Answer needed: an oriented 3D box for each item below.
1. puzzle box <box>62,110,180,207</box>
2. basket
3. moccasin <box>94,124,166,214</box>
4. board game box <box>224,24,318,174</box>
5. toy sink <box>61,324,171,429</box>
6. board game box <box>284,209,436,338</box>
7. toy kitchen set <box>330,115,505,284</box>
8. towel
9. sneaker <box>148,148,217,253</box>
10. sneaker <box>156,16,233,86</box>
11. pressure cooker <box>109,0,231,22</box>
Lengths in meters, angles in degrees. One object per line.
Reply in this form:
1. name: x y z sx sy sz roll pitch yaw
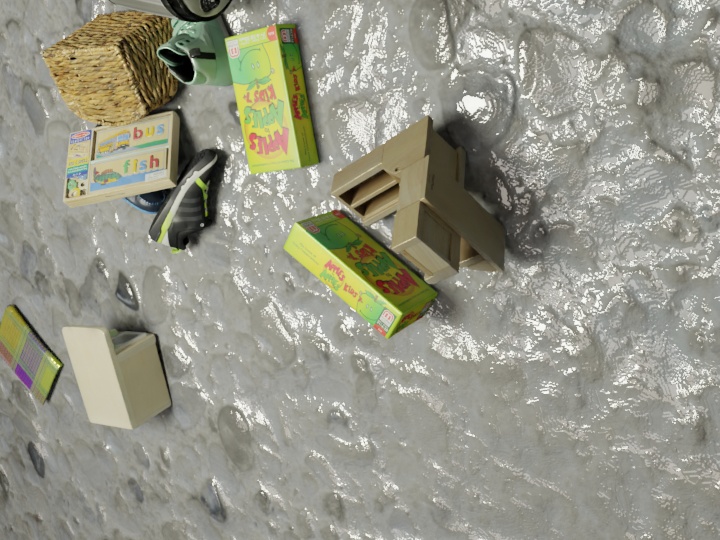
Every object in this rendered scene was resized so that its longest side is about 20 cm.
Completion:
1. puzzle box: -0.393 -0.184 1.262 0.198 0.025 0.134 -10 66 13
2. basket: -0.387 -0.331 1.258 0.198 0.149 0.144 6 132 31
3. moccasin: -0.402 -0.184 1.316 0.200 0.080 0.068 47 131 12
4. board game box: -0.130 -0.250 1.130 0.101 0.047 0.202 -2 103 34
5. toy sink: -0.457 0.180 1.449 0.129 0.112 0.202 -1 109 34
6. board game box: 0.000 0.000 1.075 0.200 0.101 0.048 40 122 18
7. toy kitchen set: 0.070 -0.046 0.995 0.180 0.201 0.163 -26 131 37
8. towel: -0.740 0.184 1.700 0.200 0.023 0.144 44 123 15
9. sneaker: -0.276 -0.113 1.276 0.082 0.072 0.200 30 119 -20
10. sneaker: -0.265 -0.363 1.144 0.074 0.118 0.201 -40 79 37
11. pressure cooker: -0.254 -0.437 1.057 0.198 0.177 0.179 19 153 22
